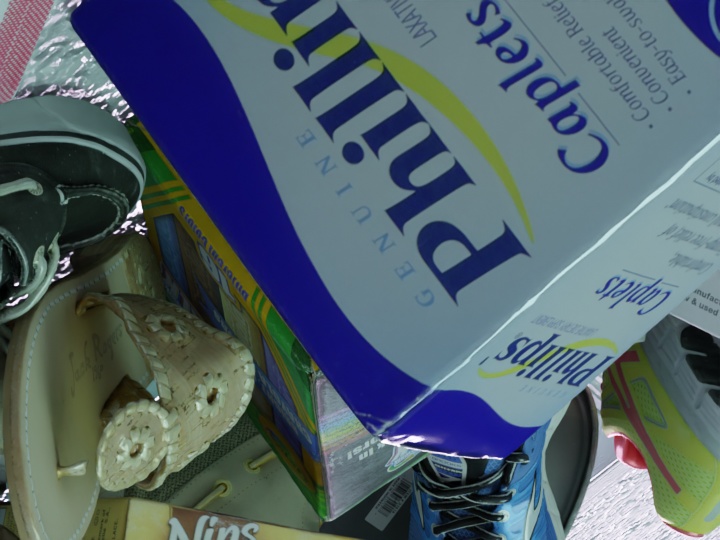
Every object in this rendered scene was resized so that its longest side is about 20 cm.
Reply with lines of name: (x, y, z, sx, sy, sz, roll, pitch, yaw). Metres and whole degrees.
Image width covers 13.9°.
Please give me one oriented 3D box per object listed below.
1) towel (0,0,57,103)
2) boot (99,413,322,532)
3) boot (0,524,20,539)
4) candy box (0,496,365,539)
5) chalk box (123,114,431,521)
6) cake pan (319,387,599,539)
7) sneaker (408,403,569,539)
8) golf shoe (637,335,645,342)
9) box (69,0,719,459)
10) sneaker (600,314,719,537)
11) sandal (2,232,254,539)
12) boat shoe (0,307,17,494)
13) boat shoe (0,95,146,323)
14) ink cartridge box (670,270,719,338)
towel: (-0.162, -0.080, 0.828, 0.199, 0.030, 0.147, -18, 153, -36)
boot: (-0.025, 0.123, 1.294, 0.199, 0.156, 0.073, -22, 161, -31)
boot: (-0.222, 0.097, 0.965, 0.200, 0.073, 0.166, 30, 138, -20)
candy box: (-0.082, 0.123, 1.123, 0.116, 0.057, 0.200, 13, 170, -27)
chalk box: (0.000, 0.000, 1.125, 0.124, 0.124, 0.200, -33, 160, -13)
cake pan: (0.027, 0.116, 1.378, 0.200, 0.201, 0.037, -40, 115, 23)
sneaker: (0.044, 0.092, 1.244, 0.078, 0.201, 0.089, 2, 177, 24)
golf shoe: (0.112, -0.016, 1.306, 0.200, 0.097, 0.078, -46, 156, 21)
box: (0.044, -0.072, 0.946, 0.200, 0.184, 0.105, -43, 160, 16)
sneaker: (0.135, 0.043, 1.357, 0.078, 0.200, 0.091, 14, 121, -20)
sandal: (-0.070, 0.031, 1.023, 0.069, 0.078, 0.212, -10, -162, 8)
boat shoe: (-0.148, 0.036, 1.044, 0.068, 0.075, 0.200, -38, 170, 0)
boat shoe: (-0.135, -0.011, 0.963, 0.200, 0.064, 0.071, -7, 145, -53)
ink cartridge box: (0.211, -0.070, 1.264, 0.145, 0.084, 0.201, -5, 117, -56)
